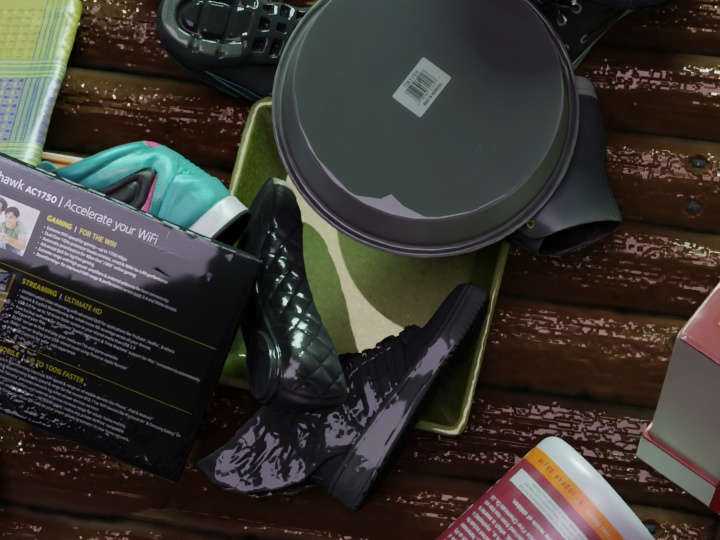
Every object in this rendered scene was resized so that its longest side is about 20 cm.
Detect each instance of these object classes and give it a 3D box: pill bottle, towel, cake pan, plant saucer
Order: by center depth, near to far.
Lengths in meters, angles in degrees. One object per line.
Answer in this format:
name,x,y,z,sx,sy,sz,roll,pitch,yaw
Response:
pill bottle,0.086,0.210,1.501,0.200,0.113,0.113,-42,73,-4
cake pan,0.042,-0.109,1.509,0.198,0.037,0.202,0,75,0
plant saucer,0.000,0.000,1.607,0.198,0.048,0.201,12,77,12
towel,-0.277,-0.123,1.662,0.142,0.023,0.201,1,51,8

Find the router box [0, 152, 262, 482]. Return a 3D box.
router box,-0.178,0.026,1.480,0.199,0.051,0.150,22,91,-3

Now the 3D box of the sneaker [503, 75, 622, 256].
sneaker,0.068,-0.053,1.544,0.198,0.075,0.107,-15,70,4

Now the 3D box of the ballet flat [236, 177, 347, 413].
ballet flat,-0.048,0.018,1.532,0.056,0.067,0.201,14,41,-21

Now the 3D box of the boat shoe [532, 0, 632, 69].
boat shoe,0.150,-0.188,1.628,0.200,0.057,0.069,-38,73,-2

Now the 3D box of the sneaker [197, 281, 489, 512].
sneaker,-0.009,0.074,1.532,0.104,0.060,0.201,32,85,13

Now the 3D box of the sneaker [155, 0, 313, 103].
sneaker,-0.047,-0.149,1.646,0.198,0.079,0.076,18,72,-7

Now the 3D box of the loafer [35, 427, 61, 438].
loafer,-0.177,0.017,1.615,0.071,0.063,0.202,17,82,-7

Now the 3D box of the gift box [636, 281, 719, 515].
gift box,0.302,0.070,1.471,0.184,0.187,0.200,40,65,19

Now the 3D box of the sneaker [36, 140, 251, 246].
sneaker,-0.182,-0.011,1.548,0.200,0.084,0.121,-43,80,-2

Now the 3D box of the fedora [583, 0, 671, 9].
fedora,0.129,-0.242,1.548,0.199,0.092,0.202,10,67,-25

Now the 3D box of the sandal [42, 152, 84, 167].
sandal,-0.265,-0.063,1.662,0.205,0.059,0.080,2,75,10

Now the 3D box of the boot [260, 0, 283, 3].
boot,-0.100,-0.281,1.689,0.106,0.075,0.202,4,77,16
